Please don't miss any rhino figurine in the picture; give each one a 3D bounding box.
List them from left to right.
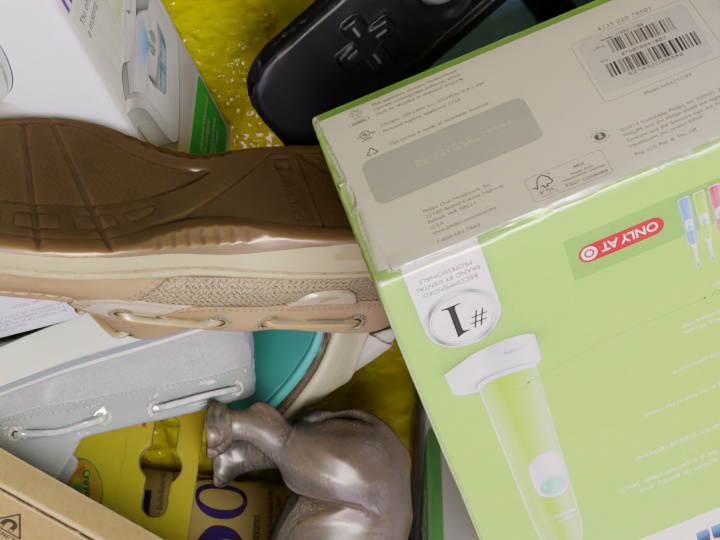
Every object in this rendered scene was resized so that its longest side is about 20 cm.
[{"bbox_3d":[-0.020,0.150,0.756,0.087,0.060,0.201,-1,101,-1],"label":"rhino figurine"}]

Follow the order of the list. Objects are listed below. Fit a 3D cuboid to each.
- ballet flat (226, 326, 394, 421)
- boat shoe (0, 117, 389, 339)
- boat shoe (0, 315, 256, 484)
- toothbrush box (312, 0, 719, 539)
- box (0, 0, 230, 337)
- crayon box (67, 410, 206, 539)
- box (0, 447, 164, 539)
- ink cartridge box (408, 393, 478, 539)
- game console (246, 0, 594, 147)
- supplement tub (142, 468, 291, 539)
[{"bbox_3d":[0.000,0.000,0.747,0.069,0.070,0.200,15,132,-13],"label":"ballet flat"},{"bbox_3d":[-0.074,-0.004,0.607,0.199,0.071,0.065,3,131,-13],"label":"boat shoe"},{"bbox_3d":[-0.132,0.057,0.723,0.200,0.070,0.072,-18,101,-21],"label":"boat shoe"},{"bbox_3d":[0.087,0.017,0.585,0.145,0.086,0.200,-23,132,1],"label":"toothbrush box"},{"bbox_3d":[-0.174,-0.060,0.664,0.199,0.097,0.177,-14,132,15],"label":"box"},{"bbox_3d":[-0.171,0.083,0.775,0.199,0.127,0.051,10,142,-5],"label":"crayon box"},{"bbox_3d":[-0.145,0.138,0.708,0.200,0.021,0.163,33,129,-20],"label":"box"},{"bbox_3d":[0.064,0.141,0.822,0.083,0.145,0.201,1,135,-1],"label":"ink cartridge box"},{"bbox_3d":[0.089,-0.039,0.633,0.172,0.119,0.200,-40,124,4],"label":"game console"},{"bbox_3d":[-0.096,0.169,0.852,0.199,0.146,0.146,7,134,-6],"label":"supplement tub"}]
